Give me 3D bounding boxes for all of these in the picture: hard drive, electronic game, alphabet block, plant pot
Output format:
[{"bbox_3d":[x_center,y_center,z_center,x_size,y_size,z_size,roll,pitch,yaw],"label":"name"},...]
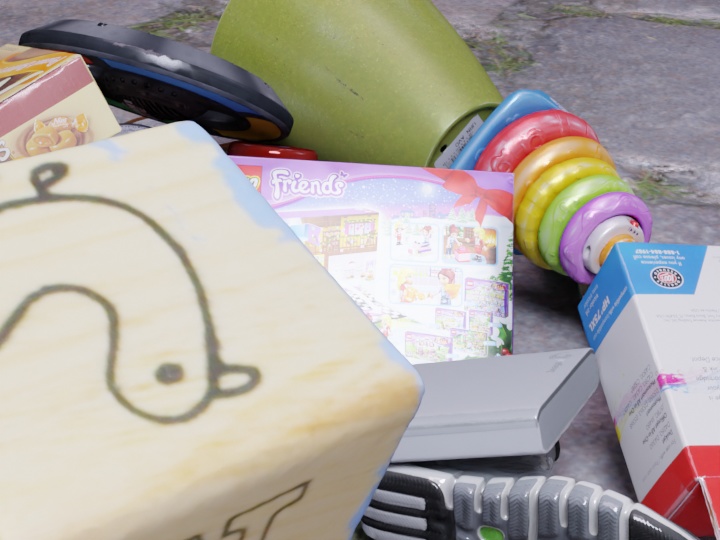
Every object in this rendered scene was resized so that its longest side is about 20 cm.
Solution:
[{"bbox_3d":[0.024,0.080,0.778,0.200,0.026,0.132,-7,9,24],"label":"hard drive"},{"bbox_3d":[-0.144,-0.129,0.966,0.199,0.042,0.200,16,-5,1],"label":"electronic game"},{"bbox_3d":[-0.126,0.077,0.614,0.200,0.197,0.195,-21,56,-38],"label":"alphabet block"},{"bbox_3d":[0.016,-0.133,1.041,0.187,0.187,0.200,-18,45,-36],"label":"plant pot"}]

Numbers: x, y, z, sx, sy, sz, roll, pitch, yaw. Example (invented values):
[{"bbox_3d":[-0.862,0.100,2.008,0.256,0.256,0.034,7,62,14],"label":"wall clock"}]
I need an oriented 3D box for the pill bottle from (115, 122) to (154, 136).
[{"bbox_3d":[-0.146,-0.033,0.850,0.106,0.107,0.200,-1,15,-7],"label":"pill bottle"}]

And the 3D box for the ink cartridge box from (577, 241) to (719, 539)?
[{"bbox_3d":[0.208,0.082,0.767,0.116,0.067,0.200,2,52,-17],"label":"ink cartridge box"}]

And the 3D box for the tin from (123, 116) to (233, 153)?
[{"bbox_3d":[-0.134,-0.119,1.256,0.200,0.042,0.112,-15,35,-32],"label":"tin"}]

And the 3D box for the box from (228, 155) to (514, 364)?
[{"bbox_3d":[0.000,0.000,0.887,0.199,0.137,0.039,4,-15,-3],"label":"box"}]

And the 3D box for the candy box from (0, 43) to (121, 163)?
[{"bbox_3d":[-0.236,-0.089,0.851,0.115,0.055,0.200,-35,24,-16],"label":"candy box"}]

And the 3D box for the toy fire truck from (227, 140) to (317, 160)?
[{"bbox_3d":[-0.098,-0.046,1.045,0.199,0.112,0.168,7,8,8],"label":"toy fire truck"}]

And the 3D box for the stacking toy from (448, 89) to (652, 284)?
[{"bbox_3d":[0.153,-0.030,0.928,0.116,0.110,0.200,32,12,-38],"label":"stacking toy"}]

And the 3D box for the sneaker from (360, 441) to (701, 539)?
[{"bbox_3d":[0.108,0.121,0.739,0.200,0.075,0.115,13,25,23],"label":"sneaker"}]

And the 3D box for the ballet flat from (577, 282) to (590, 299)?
[{"bbox_3d":[0.185,-0.007,1.010,0.067,0.062,0.200,31,20,-25],"label":"ballet flat"}]
